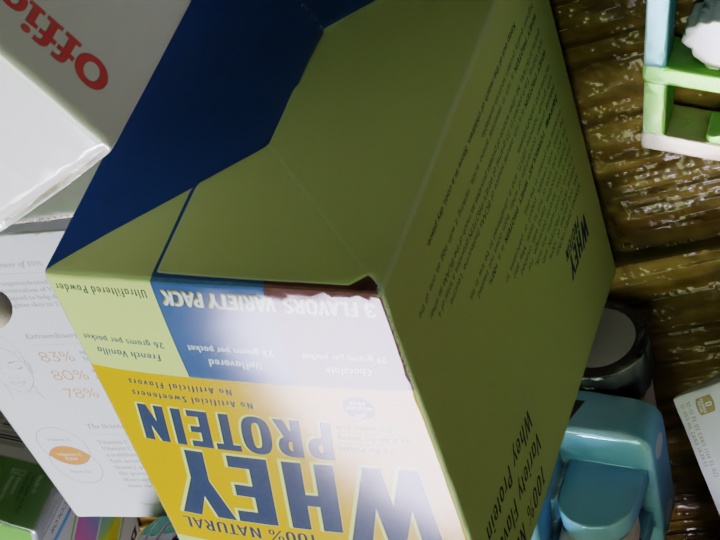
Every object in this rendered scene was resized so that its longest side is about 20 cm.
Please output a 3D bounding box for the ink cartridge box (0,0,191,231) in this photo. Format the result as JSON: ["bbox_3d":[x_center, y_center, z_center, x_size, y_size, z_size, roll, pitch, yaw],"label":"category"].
[{"bbox_3d":[-0.125,-0.139,0.811,0.146,0.201,0.084,40,138,-22],"label":"ink cartridge box"}]

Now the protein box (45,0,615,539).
[{"bbox_3d":[0.000,0.000,0.915,0.134,0.199,0.201,3,139,23],"label":"protein box"}]

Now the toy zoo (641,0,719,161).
[{"bbox_3d":[0.171,-0.110,0.849,0.130,0.021,0.201,11,141,13],"label":"toy zoo"}]

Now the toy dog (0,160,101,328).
[{"bbox_3d":[-0.135,-0.060,0.943,0.096,0.201,0.132,33,169,-40],"label":"toy dog"}]

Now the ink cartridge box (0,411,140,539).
[{"bbox_3d":[-0.168,0.150,1.247,0.059,0.104,0.201,12,140,13],"label":"ink cartridge box"}]

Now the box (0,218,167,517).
[{"bbox_3d":[-0.110,0.017,1.069,0.124,0.098,0.200,-2,136,28],"label":"box"}]

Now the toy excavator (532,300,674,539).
[{"bbox_3d":[0.092,0.119,1.006,0.193,0.201,0.100,7,141,20],"label":"toy excavator"}]

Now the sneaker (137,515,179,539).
[{"bbox_3d":[-0.080,0.160,1.049,0.074,0.088,0.200,36,155,-4],"label":"sneaker"}]

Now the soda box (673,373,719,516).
[{"bbox_3d":[0.211,0.130,0.990,0.064,0.068,0.201,-26,84,44],"label":"soda box"}]
